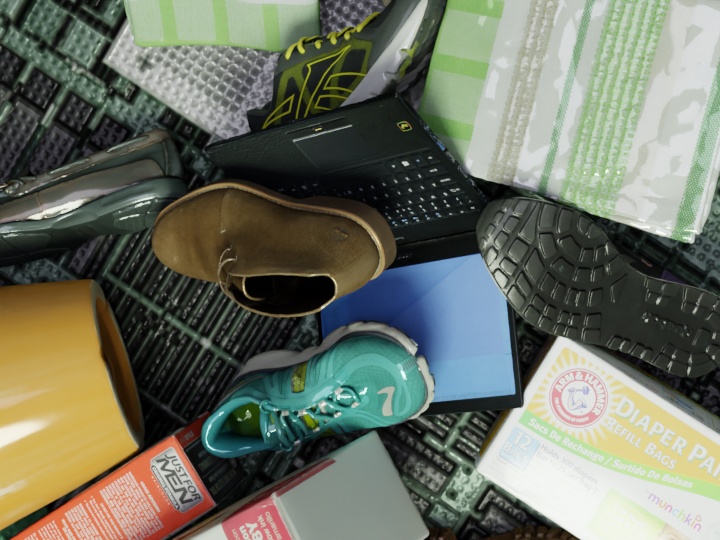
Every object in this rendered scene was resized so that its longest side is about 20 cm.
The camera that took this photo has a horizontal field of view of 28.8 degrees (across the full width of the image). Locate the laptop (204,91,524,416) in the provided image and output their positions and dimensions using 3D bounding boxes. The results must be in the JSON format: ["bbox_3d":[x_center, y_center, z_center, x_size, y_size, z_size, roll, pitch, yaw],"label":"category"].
[{"bbox_3d":[0.000,0.000,0.935,0.176,0.104,0.200,-10,136,39],"label":"laptop"}]

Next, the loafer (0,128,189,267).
[{"bbox_3d":[-0.223,-0.051,1.033,0.197,0.072,0.064,-14,72,3],"label":"loafer"}]

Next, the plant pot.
[{"bbox_3d":[-0.255,0.093,0.982,0.181,0.200,0.203,-16,91,-2],"label":"plant pot"}]

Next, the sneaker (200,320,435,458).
[{"bbox_3d":[-0.030,0.093,0.954,0.199,0.080,0.078,-21,104,42],"label":"sneaker"}]

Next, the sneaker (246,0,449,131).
[{"bbox_3d":[-0.015,-0.135,0.956,0.085,0.074,0.200,45,123,7],"label":"sneaker"}]

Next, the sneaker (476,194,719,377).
[{"bbox_3d":[0.149,0.007,0.935,0.199,0.088,0.076,28,98,-23],"label":"sneaker"}]

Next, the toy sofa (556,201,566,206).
[{"bbox_3d":[0.164,-0.148,0.943,0.082,0.098,0.203,-5,92,9],"label":"toy sofa"}]

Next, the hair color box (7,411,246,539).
[{"bbox_3d":[-0.187,0.185,1.017,0.199,0.101,0.062,-32,89,8],"label":"hair color box"}]

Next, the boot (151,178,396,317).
[{"bbox_3d":[-0.077,-0.011,0.928,0.198,0.075,0.074,3,124,38],"label":"boot"}]

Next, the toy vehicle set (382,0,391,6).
[{"bbox_3d":[0.030,-0.277,0.909,0.026,0.201,0.125,-23,68,-30],"label":"toy vehicle set"}]

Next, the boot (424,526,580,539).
[{"bbox_3d":[0.104,0.241,0.994,0.197,0.075,0.109,-4,96,18],"label":"boot"}]

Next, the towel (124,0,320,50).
[{"bbox_3d":[-0.104,-0.234,0.946,0.147,0.031,0.202,4,135,10],"label":"towel"}]

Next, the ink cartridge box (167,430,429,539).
[{"bbox_3d":[-0.075,0.201,0.949,0.199,0.145,0.084,-32,85,30],"label":"ink cartridge box"}]

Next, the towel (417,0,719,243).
[{"bbox_3d":[0.139,-0.116,0.887,0.198,0.031,0.151,18,97,18],"label":"towel"}]

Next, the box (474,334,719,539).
[{"bbox_3d":[0.190,0.134,0.954,0.199,0.101,0.113,32,98,6],"label":"box"}]
